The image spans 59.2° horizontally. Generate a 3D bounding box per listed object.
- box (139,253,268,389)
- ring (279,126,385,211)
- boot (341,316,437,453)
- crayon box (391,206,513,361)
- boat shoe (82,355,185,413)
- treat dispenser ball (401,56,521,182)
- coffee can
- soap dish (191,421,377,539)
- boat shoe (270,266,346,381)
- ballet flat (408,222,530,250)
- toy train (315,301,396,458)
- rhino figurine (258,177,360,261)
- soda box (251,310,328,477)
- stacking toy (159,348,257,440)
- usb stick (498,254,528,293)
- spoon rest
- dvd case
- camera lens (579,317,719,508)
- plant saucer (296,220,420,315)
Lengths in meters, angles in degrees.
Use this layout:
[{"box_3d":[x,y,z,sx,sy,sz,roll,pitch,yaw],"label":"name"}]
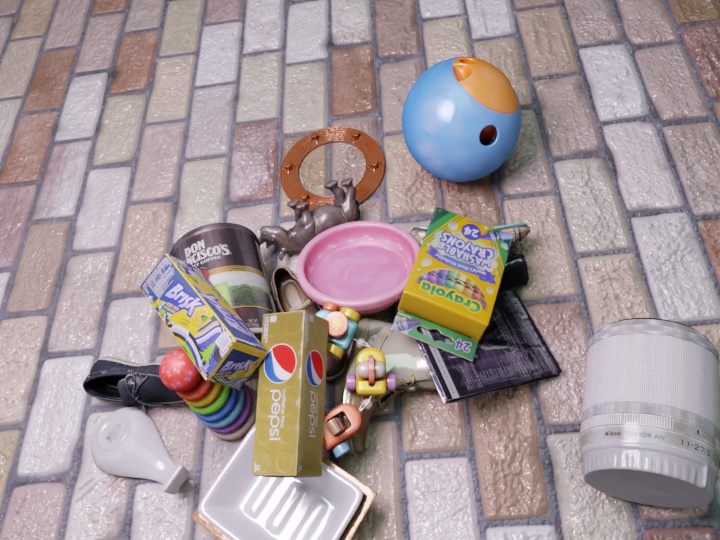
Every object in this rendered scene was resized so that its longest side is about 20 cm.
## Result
[{"box_3d":[-0.209,0.064,0.835,0.065,0.070,0.200,-51,54,5],"label":"box"},{"box_3d":[-0.053,-0.192,1.167,0.197,0.019,0.203,-5,59,8],"label":"ring"},{"box_3d":[0.056,0.166,0.907,0.152,0.072,0.203,5,60,9],"label":"boot"},{"box_3d":[0.134,0.014,0.908,0.124,0.052,0.202,20,56,5],"label":"crayon box"},{"box_3d":[-0.332,0.176,0.955,0.197,0.076,0.062,6,31,19],"label":"boat shoe"},{"box_3d":[0.168,-0.251,1.059,0.197,0.202,0.204,-4,59,7],"label":"treat dispenser ball"},{"box_3d":[-0.205,0.051,0.972,0.144,0.147,0.202,-19,59,-3],"label":"coffee can"},{"box_3d":[-0.098,0.313,0.836,0.198,0.082,0.158,26,67,22],"label":"soap dish"},{"box_3d":[-0.089,0.077,0.979,0.074,0.075,0.203,-31,60,-10],"label":"boat shoe"},{"box_3d":[0.172,-0.034,1.018,0.197,0.068,0.077,-1,80,15],"label":"ballet flat"},{"box_3d":[-0.036,0.136,0.852,0.149,0.056,0.202,-25,72,-10],"label":"toy train"},{"box_3d":[-0.088,-0.078,1.070,0.198,0.088,0.060,-28,25,-6],"label":"rhino figurine"},{"box_3d":[-0.087,0.158,0.809,0.067,0.064,0.203,-7,71,26],"label":"soda box"},{"box_3d":[-0.214,0.164,0.871,0.084,0.201,0.086,-8,57,13],"label":"stacking toy"},{"box_3d":[0.166,0.025,0.983,0.197,0.056,0.033,-18,27,-2],"label":"usb stick"},{"box_3d":[-0.320,0.268,0.923,0.198,0.061,0.100,20,63,35],"label":"spoon rest"},{"box_3d":[0.175,0.104,0.911,0.197,0.016,0.150,-7,55,-25],"label":"dvd case"},{"box_3d":[0.363,0.174,0.798,0.157,0.161,0.202,9,61,14],"label":"camera lens"},{"box_3d":[0.000,0.000,0.995,0.197,0.051,0.202,-5,41,4],"label":"plant saucer"}]
